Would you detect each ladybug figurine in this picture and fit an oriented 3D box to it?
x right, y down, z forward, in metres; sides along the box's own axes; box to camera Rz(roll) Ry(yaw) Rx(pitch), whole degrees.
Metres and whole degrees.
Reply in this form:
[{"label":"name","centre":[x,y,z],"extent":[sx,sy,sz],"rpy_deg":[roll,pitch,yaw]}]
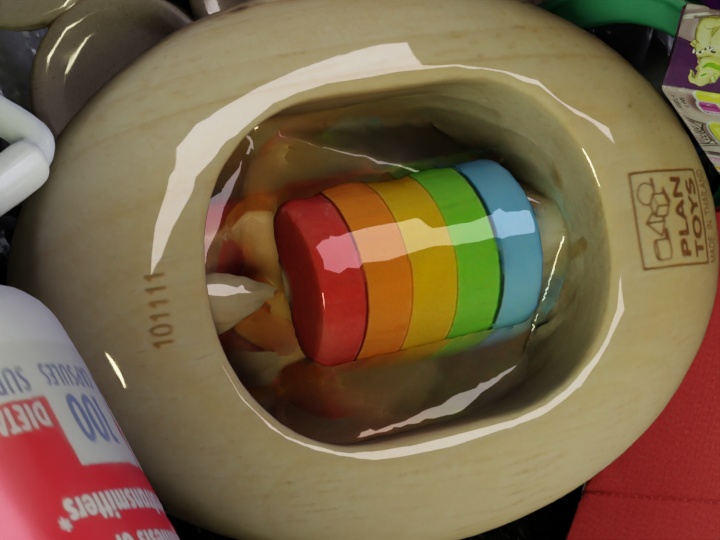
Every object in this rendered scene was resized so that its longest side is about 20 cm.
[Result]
[{"label":"ladybug figurine","centre":[0.000,0.000,0.699],"extent":[0.200,0.072,0.136],"rpy_deg":[-7,86,-32]}]

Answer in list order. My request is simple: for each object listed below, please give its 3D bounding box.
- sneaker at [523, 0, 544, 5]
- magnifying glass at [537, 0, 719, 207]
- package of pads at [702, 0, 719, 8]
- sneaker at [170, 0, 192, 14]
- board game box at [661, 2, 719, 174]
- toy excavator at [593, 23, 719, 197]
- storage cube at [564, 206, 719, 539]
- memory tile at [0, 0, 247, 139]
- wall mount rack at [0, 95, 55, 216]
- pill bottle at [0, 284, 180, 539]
[{"label":"sneaker","centre":[0.056,-0.144,0.813],"extent":[0.082,0.074,0.200],"rpy_deg":[36,40,-3]},{"label":"magnifying glass","centre":[0.077,0.018,0.813],"extent":[0.022,0.079,0.201],"rpy_deg":[-23,110,-71]},{"label":"package of pads","centre":[0.177,-0.018,1.042],"extent":[0.076,0.120,0.200],"rpy_deg":[2,57,-60]},{"label":"sneaker","centre":[-0.024,-0.049,0.784],"extent":[0.200,0.075,0.084],"rpy_deg":[51,37,7]},{"label":"board game box","centre":[0.163,-0.011,0.763],"extent":[0.200,0.120,0.032],"rpy_deg":[43,58,-59]},{"label":"toy excavator","centre":[0.114,0.040,0.903],"extent":[0.200,0.100,0.195],"rpy_deg":[40,29,-48]},{"label":"storage cube","centre":[0.168,0.093,0.734],"extent":[0.200,0.180,0.171],"rpy_deg":[34,68,-38]},{"label":"memory tile","centre":[-0.029,-0.130,0.731],"extent":[0.153,0.200,0.017],"rpy_deg":[53,6,2]},{"label":"wall mount rack","centre":[-0.133,-0.038,0.478],"extent":[0.174,0.200,0.075],"rpy_deg":[-32,50,-32]},{"label":"pill bottle","centre":[-0.056,0.112,0.469],"extent":[0.200,0.112,0.112],"rpy_deg":[60,25,12]}]
